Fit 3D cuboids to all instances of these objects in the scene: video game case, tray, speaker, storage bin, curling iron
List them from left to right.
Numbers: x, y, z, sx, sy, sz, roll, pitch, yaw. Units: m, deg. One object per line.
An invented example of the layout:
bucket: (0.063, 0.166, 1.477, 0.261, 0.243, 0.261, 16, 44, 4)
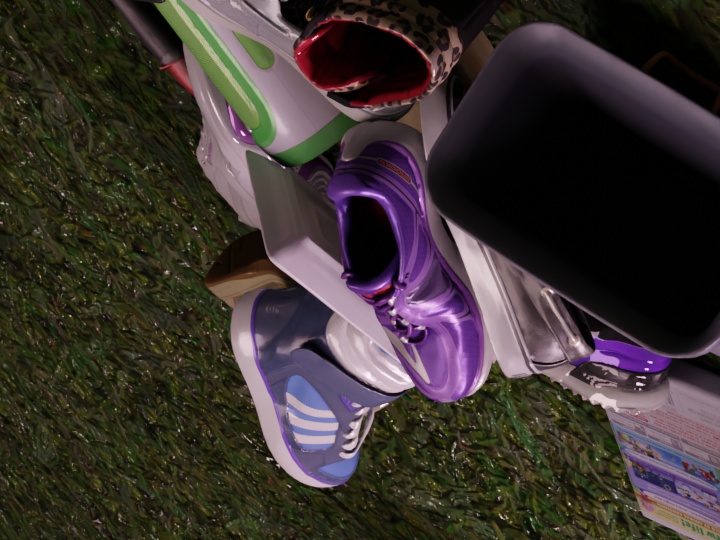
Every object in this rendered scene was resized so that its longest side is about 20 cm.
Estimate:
curling iron: (-0.134, -0.145, 1.846, 0.200, 0.026, 0.050, 50, 153, -9)
speaker: (-0.080, -0.167, 1.652, 0.200, 0.088, 0.088, 53, 155, -18)
tray: (0.000, 0.000, 1.689, 0.200, 0.022, 0.108, 39, -156, -39)
storage bin: (0.160, -0.040, 1.428, 0.199, 0.146, 0.134, 33, -179, 24)
video game case: (0.247, 0.133, 1.683, 0.199, 0.022, 0.183, 23, 148, 40)

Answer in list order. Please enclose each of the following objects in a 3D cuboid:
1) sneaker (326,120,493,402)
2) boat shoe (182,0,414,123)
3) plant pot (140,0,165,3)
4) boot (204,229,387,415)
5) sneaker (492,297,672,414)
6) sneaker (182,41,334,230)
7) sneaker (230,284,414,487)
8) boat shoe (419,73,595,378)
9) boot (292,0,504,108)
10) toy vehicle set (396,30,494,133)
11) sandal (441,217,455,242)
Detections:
sneaker: (0.020, 0.006, 1.574, 0.080, 0.084, 0.201, -2, 126, 31)
boat shoe: (-0.042, -0.171, 1.545, 0.200, 0.070, 0.072, 37, 151, 4)
plant pot: (-0.148, -0.276, 1.474, 0.177, 0.200, 0.200, 30, 155, 4)
boot: (-0.009, 0.035, 1.883, 0.156, 0.073, 0.199, 48, 147, -22)
sneaker: (0.113, 0.012, 1.630, 0.199, 0.070, 0.100, 19, 122, 19)
sneaker: (-0.090, -0.098, 1.773, 0.099, 0.075, 0.201, 8, 136, 38)
sneaker: (0.003, 0.087, 1.816, 0.145, 0.081, 0.201, 1, 137, 26)
boat shoe: (0.091, -0.033, 1.552, 0.063, 0.071, 0.201, -15, 109, 18)
boot: (0.012, -0.160, 1.405, 0.199, 0.151, 0.073, 10, 138, 39)
toy vehicle set: (0.018, -0.160, 1.575, 0.124, 0.027, 0.201, 4, 134, 56)
sandal: (0.065, -0.020, 1.704, 0.076, 0.043, 0.201, 33, 154, 25)
